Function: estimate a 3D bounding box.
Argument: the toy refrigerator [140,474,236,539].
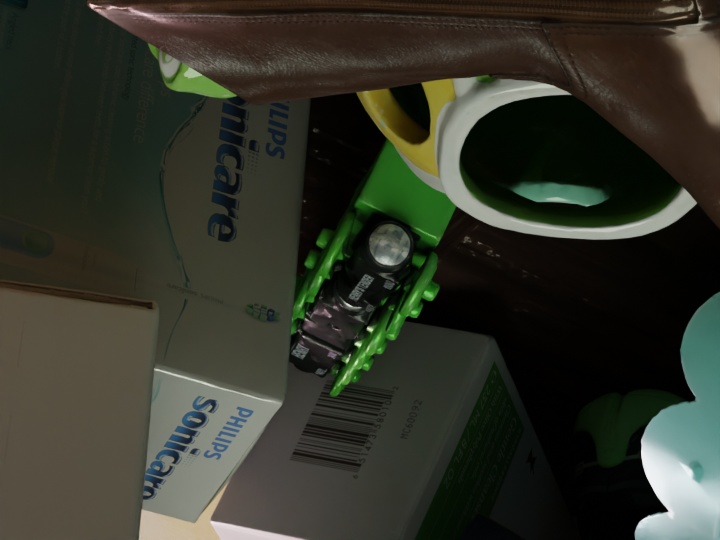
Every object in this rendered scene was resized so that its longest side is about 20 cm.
[{"bbox_3d":[-0.064,0.079,0.986,0.070,0.076,0.200,-6,140,12],"label":"toy refrigerator"}]

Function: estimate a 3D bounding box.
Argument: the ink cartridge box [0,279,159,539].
[{"bbox_3d":[-0.114,0.117,0.747,0.083,0.147,0.200,7,143,-6],"label":"ink cartridge box"}]

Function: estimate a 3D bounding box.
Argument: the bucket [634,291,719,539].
[{"bbox_3d":[0.207,0.069,0.830,0.135,0.207,0.207,34,160,38],"label":"bucket"}]

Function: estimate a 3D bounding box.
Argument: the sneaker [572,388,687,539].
[{"bbox_3d":[0.133,0.142,1.013,0.077,0.084,0.200,-16,122,30],"label":"sneaker"}]

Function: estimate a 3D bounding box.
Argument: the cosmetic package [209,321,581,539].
[{"bbox_3d":[0.025,0.118,0.990,0.085,0.108,0.200,8,147,28],"label":"cosmetic package"}]

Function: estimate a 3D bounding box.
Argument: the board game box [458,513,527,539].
[{"bbox_3d":[0.122,0.174,0.934,0.135,0.035,0.200,27,166,40],"label":"board game box"}]

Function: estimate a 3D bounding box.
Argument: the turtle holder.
[{"bbox_3d":[0.046,-0.086,0.723,0.185,0.132,0.141,21,139,-21],"label":"turtle holder"}]

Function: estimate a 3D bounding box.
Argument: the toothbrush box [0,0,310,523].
[{"bbox_3d":[-0.124,-0.021,0.808,0.200,0.147,0.085,16,141,-17],"label":"toothbrush box"}]

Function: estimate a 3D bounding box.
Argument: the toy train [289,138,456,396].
[{"bbox_3d":[0.000,0.000,0.846,0.042,0.056,0.200,26,166,-3],"label":"toy train"}]

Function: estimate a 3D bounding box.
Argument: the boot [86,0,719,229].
[{"bbox_3d":[0.032,-0.048,0.639,0.200,0.064,0.187,-2,121,31],"label":"boot"}]
